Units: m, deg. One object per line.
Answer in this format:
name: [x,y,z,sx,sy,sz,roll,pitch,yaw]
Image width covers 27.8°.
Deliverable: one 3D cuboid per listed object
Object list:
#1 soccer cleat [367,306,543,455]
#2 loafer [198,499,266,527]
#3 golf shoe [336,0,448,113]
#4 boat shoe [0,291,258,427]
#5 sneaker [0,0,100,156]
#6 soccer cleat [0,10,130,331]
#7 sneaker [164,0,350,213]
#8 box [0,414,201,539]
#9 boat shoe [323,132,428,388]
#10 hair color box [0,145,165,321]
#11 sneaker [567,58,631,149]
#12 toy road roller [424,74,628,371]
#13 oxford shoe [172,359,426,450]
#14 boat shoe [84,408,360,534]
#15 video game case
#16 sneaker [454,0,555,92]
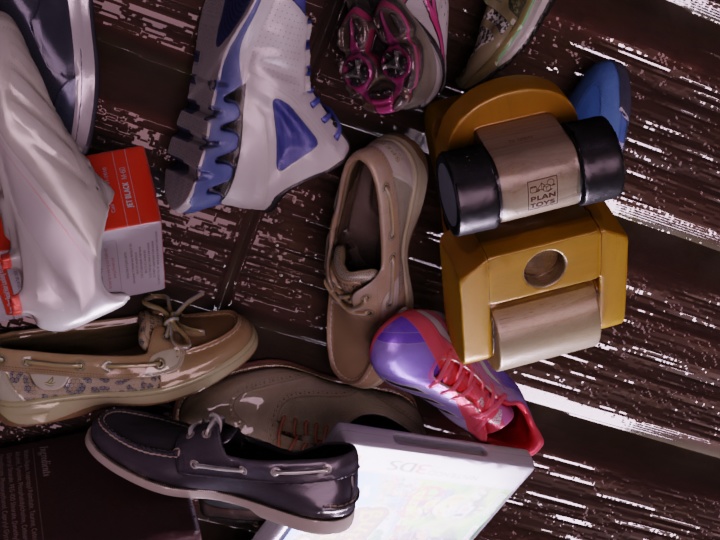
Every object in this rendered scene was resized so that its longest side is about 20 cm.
soccer cleat: [0.076,0.087,1.094,0.067,0.076,0.200,-50,143,1]
loafer: [-0.031,0.183,1.144,0.198,0.072,0.064,-5,117,-16]
golf shoe: [0.020,-0.213,1.022,0.092,0.072,0.202,-19,106,-56]
boat shoe: [-0.173,0.059,1.055,0.198,0.073,0.063,-15,115,-9]
sneaker: [-0.246,-0.165,0.946,0.145,0.077,0.205,-6,104,-22]
soccer cleat: [-0.196,-0.064,0.907,0.077,0.069,0.202,-12,94,-16]
sneaker: [-0.058,-0.128,1.025,0.114,0.080,0.201,12,102,-32]
box: [-0.214,0.230,1.051,0.198,0.164,0.168,-11,116,-11]
boat shoe: [0.000,0.000,1.066,0.065,0.072,0.202,-25,132,-51]
hair color box: [-0.236,-0.016,0.987,0.198,0.111,0.065,-12,67,-12]
sneaker: [0.141,-0.069,1.101,0.078,0.066,0.202,17,104,-16]
toy road roller: [0.108,-0.045,1.031,0.122,0.147,0.202,-13,128,-8]
oxford shoe: [-0.042,0.114,1.110,0.198,0.074,0.072,1,109,-16]
boat shoe: [-0.094,0.123,1.012,0.198,0.073,0.063,16,114,7]
video game case: [0.012,0.199,1.122,0.181,0.022,0.201,12,128,-32]
sneaker: [0.107,-0.226,1.045,0.088,0.077,0.201,29,100,4]
